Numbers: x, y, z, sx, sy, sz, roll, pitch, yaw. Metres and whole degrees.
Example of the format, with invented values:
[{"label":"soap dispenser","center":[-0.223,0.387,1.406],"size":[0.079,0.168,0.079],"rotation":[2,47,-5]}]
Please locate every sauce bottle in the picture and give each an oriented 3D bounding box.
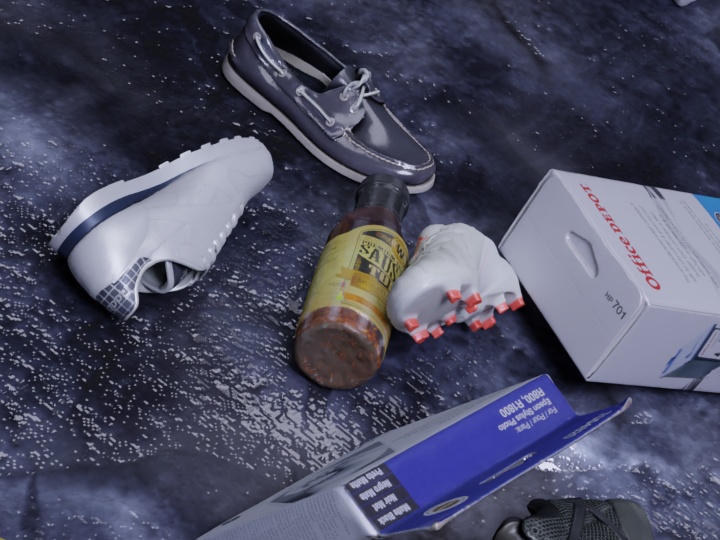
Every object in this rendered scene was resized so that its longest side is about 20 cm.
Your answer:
[{"label":"sauce bottle","center":[0.000,0.000,1.364],"size":[0.066,0.066,0.200],"rotation":[21,39,-6]}]

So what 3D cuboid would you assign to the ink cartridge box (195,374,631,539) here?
[{"label":"ink cartridge box","center":[0.030,0.119,1.139],"size":[0.199,0.200,0.041],"rotation":[-24,90,-46]}]

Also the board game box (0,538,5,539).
[{"label":"board game box","center":[-0.137,0.210,1.032],"size":[0.200,0.030,0.096],"rotation":[20,36,12]}]

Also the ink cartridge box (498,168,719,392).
[{"label":"ink cartridge box","center":[0.224,0.011,1.438],"size":[0.200,0.086,0.147],"rotation":[6,40,-38]}]

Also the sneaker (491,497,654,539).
[{"label":"sneaker","center":[0.138,0.215,1.183],"size":[0.114,0.076,0.200],"rotation":[9,37,-18]}]

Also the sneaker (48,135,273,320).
[{"label":"sneaker","center":[-0.124,-0.030,1.335],"size":[0.081,0.076,0.200],"rotation":[49,46,10]}]

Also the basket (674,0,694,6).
[{"label":"basket","center":[0.305,-0.380,1.860],"size":[0.136,0.123,0.200],"rotation":[60,7,36]}]

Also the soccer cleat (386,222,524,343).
[{"label":"soccer cleat","center":[0.056,0.003,1.348],"size":[0.078,0.069,0.200],"rotation":[59,18,11]}]

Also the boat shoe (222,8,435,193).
[{"label":"boat shoe","center":[-0.020,-0.134,1.512],"size":[0.200,0.063,0.073],"rotation":[36,38,13]}]
